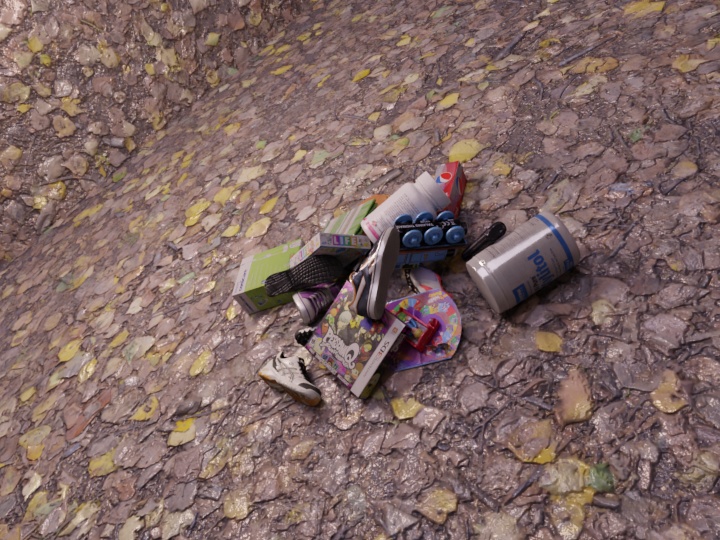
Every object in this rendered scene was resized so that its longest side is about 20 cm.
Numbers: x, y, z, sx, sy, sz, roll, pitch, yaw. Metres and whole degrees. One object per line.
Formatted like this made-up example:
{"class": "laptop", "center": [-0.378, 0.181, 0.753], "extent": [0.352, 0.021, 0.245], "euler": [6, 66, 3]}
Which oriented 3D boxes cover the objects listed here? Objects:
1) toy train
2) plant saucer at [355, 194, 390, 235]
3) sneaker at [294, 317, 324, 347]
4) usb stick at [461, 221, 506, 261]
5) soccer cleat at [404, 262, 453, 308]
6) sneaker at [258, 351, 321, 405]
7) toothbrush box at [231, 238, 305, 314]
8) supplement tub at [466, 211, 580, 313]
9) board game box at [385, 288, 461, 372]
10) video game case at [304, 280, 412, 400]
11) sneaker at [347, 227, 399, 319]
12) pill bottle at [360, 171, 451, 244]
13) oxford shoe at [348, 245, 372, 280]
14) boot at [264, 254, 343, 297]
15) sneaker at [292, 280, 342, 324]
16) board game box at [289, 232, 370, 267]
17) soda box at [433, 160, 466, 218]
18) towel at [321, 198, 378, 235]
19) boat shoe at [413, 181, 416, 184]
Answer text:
{"class": "toy train", "center": [0.147, -0.068, 1.466], "extent": [0.198, 0.115, 0.087], "euler": [-6, 43, -20]}
{"class": "plant saucer", "center": [0.003, -0.133, 1.728], "extent": [0.200, 0.037, 0.201], "euler": [-41, 18, 16]}
{"class": "sneaker", "center": [-0.060, 0.126, 1.520], "extent": [0.198, 0.067, 0.091], "euler": [-17, 33, 19]}
{"class": "usb stick", "center": [0.265, -0.060, 1.410], "extent": [0.055, 0.033, 0.200], "euler": [-41, -5, -13]}
{"class": "soccer cleat", "center": [0.149, 0.023, 1.485], "extent": [0.072, 0.069, 0.201], "euler": [-16, 37, -5]}
{"class": "sneaker", "center": [-0.147, 0.233, 1.449], "extent": [0.199, 0.076, 0.088], "euler": [17, 59, 45]}
{"class": "toothbrush box", "center": [-0.232, 0.016, 1.749], "extent": [0.198, 0.086, 0.146], "euler": [-17, 40, 20]}
{"class": "supplement tub", "center": [0.333, -0.017, 1.328], "extent": [0.199, 0.132, 0.132], "euler": [-34, 36, 0]}
{"class": "board game box", "center": [0.112, 0.119, 1.364], "extent": [0.198, 0.039, 0.160], "euler": [-17, 63, 22]}
{"class": "video game case", "center": [-0.009, 0.146, 1.395], "extent": [0.200, 0.036, 0.182], "euler": [36, 94, 40]}
{"class": "sneaker", "center": [0.024, -0.001, 1.367], "extent": [0.079, 0.078, 0.202], "euler": [7, 72, 29]}
{"class": "pill bottle", "center": [0.108, -0.133, 1.528], "extent": [0.200, 0.113, 0.114], "euler": [-40, 35, 9]}
{"class": "oxford shoe", "center": [0.000, 0.000, 1.611], "extent": [0.074, 0.071, 0.201], "euler": [-24, 35, 23]}
{"class": "boot", "center": [-0.142, 0.014, 1.584], "extent": [0.198, 0.068, 0.131], "euler": [-16, -3, -5]}
{"class": "sneaker", "center": [-0.099, 0.064, 1.562], "extent": [0.113, 0.073, 0.201], "euler": [-23, 10, 2]}
{"class": "board game box", "center": [-0.078, -0.040, 1.593], "extent": [0.200, 0.133, 0.035], "euler": [-34, 59, 58]}
{"class": "soda box", "center": [0.220, -0.191, 1.660], "extent": [0.063, 0.070, 0.201], "euler": [-8, 43, 28]}
{"class": "towel", "center": [-0.046, -0.099, 1.671], "extent": [0.199, 0.031, 0.150], "euler": [-21, 32, 47]}
{"class": "boat shoe", "center": [0.122, -0.145, 1.690], "extent": [0.200, 0.065, 0.072], "euler": [-50, 47, -8]}
